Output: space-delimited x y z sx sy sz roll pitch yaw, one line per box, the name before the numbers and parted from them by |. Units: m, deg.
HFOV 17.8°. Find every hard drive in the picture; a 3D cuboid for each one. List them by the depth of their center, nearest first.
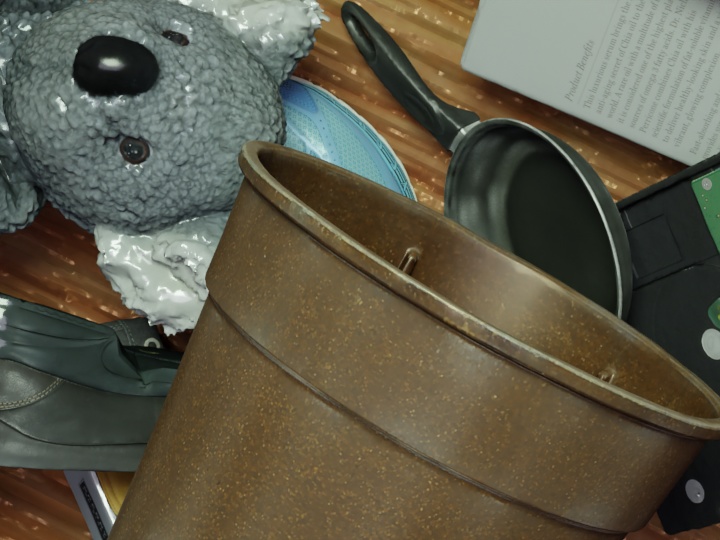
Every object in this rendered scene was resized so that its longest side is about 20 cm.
hard drive | 0.170 0.016 0.905 0.038 0.200 0.141 -19 84 -38

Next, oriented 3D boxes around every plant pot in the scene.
plant pot | -0.001 0.087 0.830 0.199 0.200 0.199 30 99 5

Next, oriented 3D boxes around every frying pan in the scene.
frying pan | 0.053 -0.028 0.976 0.031 0.116 0.190 -19 41 -30

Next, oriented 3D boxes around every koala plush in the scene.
koala plush | -0.119 -0.069 0.914 0.198 0.184 0.179 11 72 -1

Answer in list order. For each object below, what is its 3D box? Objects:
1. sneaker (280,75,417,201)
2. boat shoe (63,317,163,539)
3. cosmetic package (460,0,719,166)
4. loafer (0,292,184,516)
sneaker | 0.000 0.000 0.958 0.078 0.090 0.201 -34 85 3
boat shoe | -0.076 0.113 0.978 0.066 0.070 0.201 -21 82 -21
cosmetic package | 0.152 -0.098 0.936 0.199 0.102 0.071 24 48 4
loafer | -0.085 0.066 0.921 0.199 0.073 0.073 19 86 -24
